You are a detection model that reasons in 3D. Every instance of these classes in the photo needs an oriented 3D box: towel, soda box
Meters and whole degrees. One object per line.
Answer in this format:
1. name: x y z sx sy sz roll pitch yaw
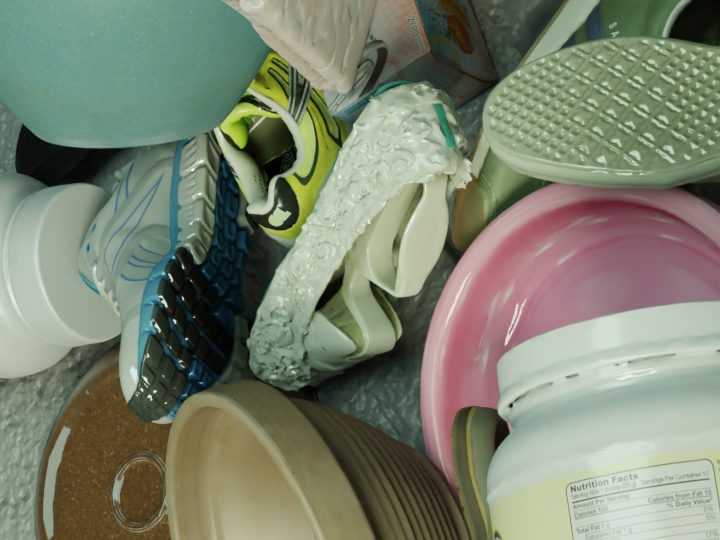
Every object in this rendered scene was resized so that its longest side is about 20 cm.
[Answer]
1. towel: -0.009 -0.193 1.102 0.032 0.191 0.201 15 87 14
2. soda box: -0.001 -0.170 1.243 0.068 0.063 0.201 -32 62 27

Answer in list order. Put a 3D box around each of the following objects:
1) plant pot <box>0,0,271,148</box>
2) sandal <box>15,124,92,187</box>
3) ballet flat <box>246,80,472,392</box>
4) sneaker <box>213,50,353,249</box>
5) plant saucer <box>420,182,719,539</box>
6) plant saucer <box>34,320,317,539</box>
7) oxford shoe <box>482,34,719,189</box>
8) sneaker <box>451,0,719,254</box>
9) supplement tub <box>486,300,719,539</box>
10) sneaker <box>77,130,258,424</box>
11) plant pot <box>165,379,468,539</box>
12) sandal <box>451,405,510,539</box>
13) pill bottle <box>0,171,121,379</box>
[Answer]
1. plant pot: -0.116 -0.135 1.174 0.200 0.200 0.135 10 111 38
2. sandal: -0.138 -0.118 1.312 0.200 0.043 0.076 -48 34 32
3. ballet flat: 0.000 0.000 1.163 0.072 0.072 0.200 54 138 32
4. sneaker: -0.044 -0.097 1.249 0.075 0.076 0.200 -40 56 25
5. plant saucer: 0.119 0.057 1.094 0.200 0.051 0.201 -1 88 38
6. plant saucer: -0.104 0.117 1.272 0.200 0.037 0.201 -9 74 36
7. oxford shoe: 0.154 -0.065 1.061 0.199 0.058 0.075 -6 65 4
8. sneaker: 0.122 -0.075 1.124 0.090 0.067 0.201 37 101 39
9. supplement tub: 0.126 0.124 0.943 0.145 0.145 0.201 -18 71 33
10. sneaker: -0.105 0.007 1.234 0.086 0.075 0.200 -18 36 21
11. plant pot: -0.008 0.141 1.133 0.201 0.092 0.201 41 139 50
12. sandal: 0.076 0.145 1.037 0.054 0.080 0.201 -9 57 4
13. pill bottle: -0.220 0.007 1.335 0.199 0.112 0.113 -8 75 35
